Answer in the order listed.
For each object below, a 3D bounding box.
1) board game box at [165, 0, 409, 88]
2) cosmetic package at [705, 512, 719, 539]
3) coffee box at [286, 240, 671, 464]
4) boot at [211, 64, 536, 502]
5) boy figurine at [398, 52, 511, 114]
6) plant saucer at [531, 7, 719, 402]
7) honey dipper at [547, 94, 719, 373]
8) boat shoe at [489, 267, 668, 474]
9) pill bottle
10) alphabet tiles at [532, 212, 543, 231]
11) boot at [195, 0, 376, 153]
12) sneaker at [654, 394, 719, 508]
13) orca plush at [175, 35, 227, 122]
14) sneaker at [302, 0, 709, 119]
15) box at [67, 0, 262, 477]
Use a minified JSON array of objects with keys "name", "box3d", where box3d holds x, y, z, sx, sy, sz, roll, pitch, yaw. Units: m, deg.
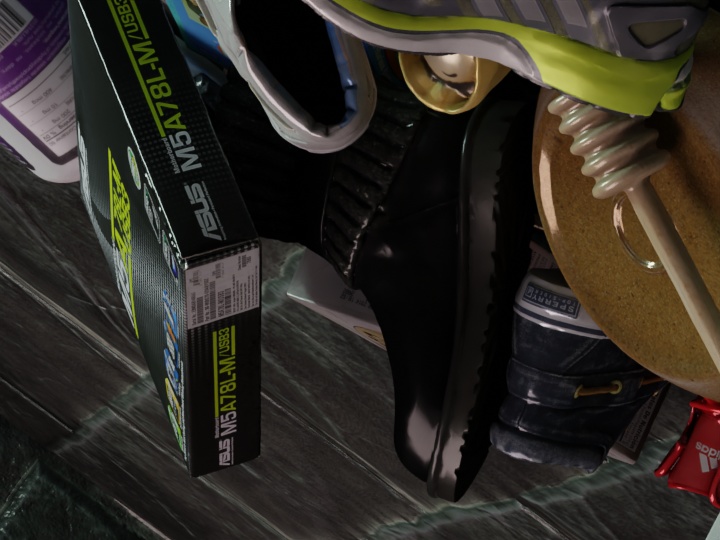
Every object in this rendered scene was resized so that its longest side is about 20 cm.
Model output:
[{"name":"board game box","box3d":[-0.040,-0.143,1.469,0.152,0.045,0.200,29,164,21]},{"name":"cosmetic package","box3d":[0.235,0.064,1.197,0.085,0.201,0.108,12,155,45]},{"name":"coffee box","box3d":[0.072,0.026,1.598,0.113,0.080,0.200,18,171,45]},{"name":"boot","box3d":[0.001,-0.001,1.435,0.157,0.212,0.079,10,-168,19]},{"name":"boy figurine","box3d":[0.026,-0.144,1.289,0.124,0.065,0.200,26,159,25]},{"name":"plant saucer","box3d":[0.136,-0.024,1.282,0.200,0.035,0.201,35,139,38]},{"name":"honey dipper","box3d":[0.142,0.009,1.228,0.201,0.038,0.038,61,165,2]},{"name":"boat shoe","box3d":[0.124,0.048,1.468,0.071,0.091,0.200,22,-170,29]},{"name":"pill bottle","box3d":[-0.183,-0.123,1.718,0.200,0.112,0.111,44,163,-30]},{"name":"alphabet tiles","box3d":[0.054,-0.040,1.535,0.199,0.008,0.167,22,-179,17]},{"name":"boot","box3d":[-0.047,-0.147,1.300,0.201,0.073,0.096,61,178,-2]},{"name":"sneaker","box3d":[0.193,0.055,1.431,0.078,0.116,0.200,26,163,31]},{"name":"orca plush","box3d":[-0.081,-0.068,1.606,0.200,0.071,0.105,32,-169,-40]},{"name":"sneaker","box3d":[0.053,-0.130,1.176,0.199,0.081,0.074,13,-147,-16]},{"name":"box","box3d":[-0.098,-0.027,1.457,0.200,0.047,0.194,94,155,-56]}]
